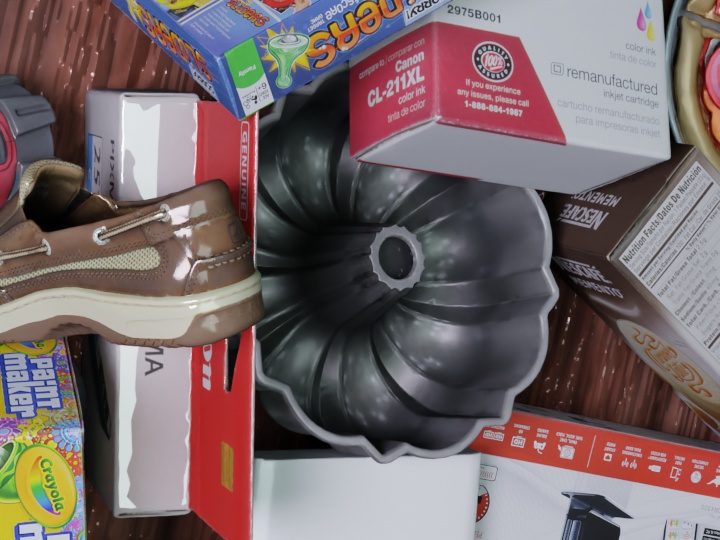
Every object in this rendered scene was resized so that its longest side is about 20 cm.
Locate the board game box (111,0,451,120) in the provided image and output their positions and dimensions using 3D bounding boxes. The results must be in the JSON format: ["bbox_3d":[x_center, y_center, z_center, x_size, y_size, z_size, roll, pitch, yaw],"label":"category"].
[{"bbox_3d":[-0.048,-0.154,0.771,0.134,0.200,0.035,-31,131,-14],"label":"board game box"}]

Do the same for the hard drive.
[{"bbox_3d":[-0.005,0.193,0.863,0.130,0.027,0.203,2,96,-27],"label":"hard drive"}]

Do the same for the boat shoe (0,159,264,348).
[{"bbox_3d":[-0.131,-0.013,0.728,0.075,0.200,0.076,-33,118,-58],"label":"boat shoe"}]

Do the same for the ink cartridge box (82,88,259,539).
[{"bbox_3d":[-0.095,0.017,0.786,0.044,0.176,0.203,-1,97,-20],"label":"ink cartridge box"}]

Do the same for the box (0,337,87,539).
[{"bbox_3d":[-0.220,0.141,0.751,0.190,0.122,0.203,-3,113,-14],"label":"box"}]

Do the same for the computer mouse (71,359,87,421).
[{"bbox_3d":[-0.241,0.053,0.806,0.198,0.046,0.142,-21,112,-6],"label":"computer mouse"}]

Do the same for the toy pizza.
[{"bbox_3d":[0.269,-0.121,0.982,0.198,0.032,0.203,-3,98,-20],"label":"toy pizza"}]

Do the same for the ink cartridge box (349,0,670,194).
[{"bbox_3d":[0.072,-0.152,0.836,0.144,0.083,0.203,6,76,-29],"label":"ink cartridge box"}]

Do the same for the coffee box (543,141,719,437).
[{"bbox_3d":[0.197,0.021,0.931,0.200,0.114,0.080,43,82,-19],"label":"coffee box"}]

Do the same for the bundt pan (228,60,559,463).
[{"bbox_3d":[0.000,0.000,0.853,0.200,0.076,0.205,7,77,-30],"label":"bundt pan"}]

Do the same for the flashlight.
[{"bbox_3d":[-0.225,-0.042,0.739,0.199,0.068,0.068,-21,142,-50],"label":"flashlight"}]

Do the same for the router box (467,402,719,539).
[{"bbox_3d":[0.114,0.174,0.953,0.198,0.049,0.182,12,93,-22],"label":"router box"}]
